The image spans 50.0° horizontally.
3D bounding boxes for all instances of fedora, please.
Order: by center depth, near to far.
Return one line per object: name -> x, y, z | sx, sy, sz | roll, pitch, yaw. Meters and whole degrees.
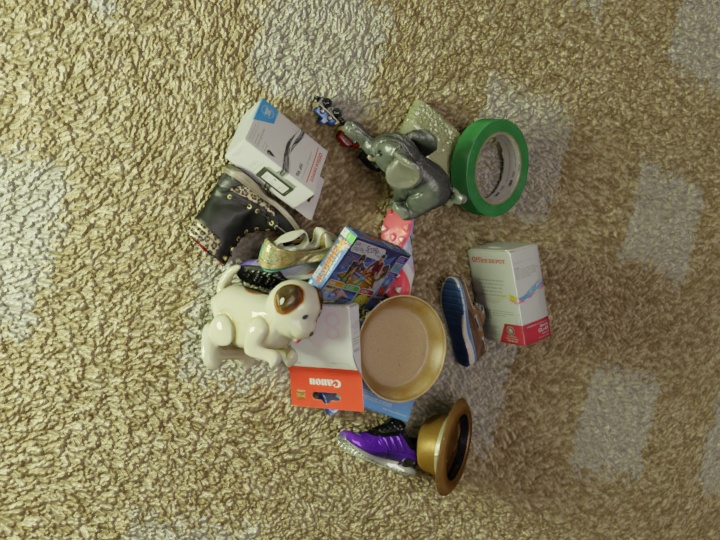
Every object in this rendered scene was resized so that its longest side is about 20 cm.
fedora -> 0.166, 0.355, 1.582 | 0.200, 0.081, 0.203 | -27, 121, -60

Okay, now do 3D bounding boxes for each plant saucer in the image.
plant saucer -> 0.073, 0.147, 1.466 | 0.198, 0.035, 0.203 | 0, 91, -28

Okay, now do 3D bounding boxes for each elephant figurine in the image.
elephant figurine -> 0.083, -0.201, 1.447 | 0.154, 0.142, 0.201 | -27, 130, 1

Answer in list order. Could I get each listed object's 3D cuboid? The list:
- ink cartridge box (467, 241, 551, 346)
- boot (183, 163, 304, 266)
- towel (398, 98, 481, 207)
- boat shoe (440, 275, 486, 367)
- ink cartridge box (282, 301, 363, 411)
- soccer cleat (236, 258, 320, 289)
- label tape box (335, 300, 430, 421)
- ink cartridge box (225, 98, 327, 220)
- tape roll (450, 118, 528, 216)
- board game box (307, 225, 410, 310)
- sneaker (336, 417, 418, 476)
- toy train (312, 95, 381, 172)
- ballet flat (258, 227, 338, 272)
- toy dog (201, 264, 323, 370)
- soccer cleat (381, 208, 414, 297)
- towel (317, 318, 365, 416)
ink cartridge box -> 0.312, 0.046, 1.626 | 0.085, 0.147, 0.203 | -14, 100, -27
boot -> -0.206, -0.072, 1.379 | 0.200, 0.073, 0.151 | 45, 77, -32
towel -> 0.154, -0.241, 1.586 | 0.199, 0.036, 0.149 | 37, 75, -25
boat shoe -> 0.222, 0.098, 1.630 | 0.072, 0.072, 0.202 | -23, 113, -30
ink cartridge box -> -0.076, 0.158, 1.414 | 0.057, 0.161, 0.203 | -4, 94, -63
soccer cleat -> -0.136, -0.009, 1.433 | 0.198, 0.068, 0.074 | 3, 65, -23
label tape box -> 0.053, 0.177, 1.513 | 0.142, 0.066, 0.202 | 23, 79, -27
ink cartridge box -> -0.132, -0.197, 1.389 | 0.199, 0.068, 0.117 | 36, 47, -26
tape roll -> 0.274, -0.216, 1.621 | 0.199, 0.048, 0.203 | -11, 107, -39
board game box -> 0.000, 0.000, 1.431 | 0.136, 0.034, 0.199 | -55, 148, 11
sneaker -> 0.041, 0.337, 1.544 | 0.199, 0.069, 0.101 | 30, 72, -31
toy train -> -0.023, -0.261, 1.492 | 0.200, 0.034, 0.046 | 42, 86, -25
ballet flat -> -0.091, -0.044, 1.387 | 0.198, 0.070, 0.072 | -11, 98, -34
toy dog -> -0.156, 0.080, 1.336 | 0.139, 0.198, 0.196 | 26, 55, -57
soccer cleat -> 0.080, -0.039, 1.551 | 0.076, 0.066, 0.203 | 17, 74, -64
towel -> -0.006, 0.183, 1.530 | 0.198, 0.024, 0.148 | -24, 103, -25
